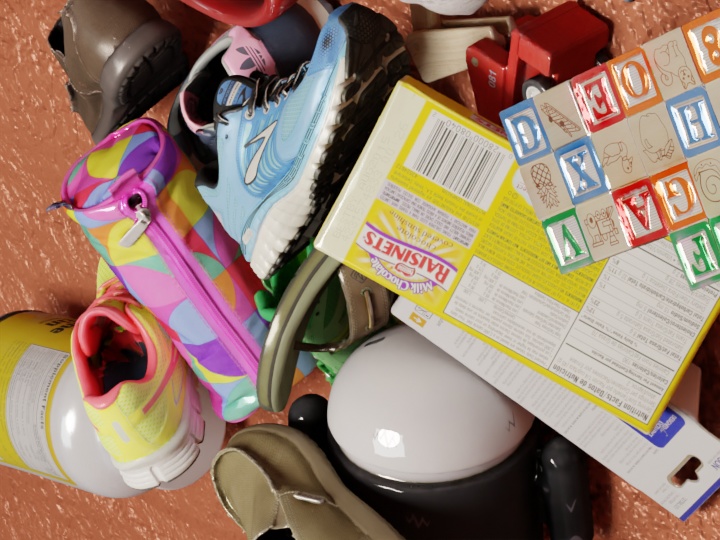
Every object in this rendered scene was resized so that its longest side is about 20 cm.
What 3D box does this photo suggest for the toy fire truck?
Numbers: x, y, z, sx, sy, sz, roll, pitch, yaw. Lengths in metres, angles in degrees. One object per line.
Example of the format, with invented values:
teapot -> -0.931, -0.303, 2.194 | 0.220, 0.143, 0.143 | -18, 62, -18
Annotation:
toy fire truck -> 0.065, -0.114, 1.500 | 0.141, 0.049, 0.200 | 38, 141, 33

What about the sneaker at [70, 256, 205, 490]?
sneaker -> -0.143, 0.037, 1.794 | 0.090, 0.078, 0.200 | 51, -161, -41

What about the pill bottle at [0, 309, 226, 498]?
pill bottle -> -0.181, 0.092, 1.923 | 0.200, 0.112, 0.112 | 10, 121, 50

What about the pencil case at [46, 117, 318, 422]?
pencil case -> -0.103, 0.001, 1.724 | 0.088, 0.088, 0.200 | 11, 145, 50

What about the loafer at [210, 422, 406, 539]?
loafer -> -0.036, 0.146, 1.583 | 0.200, 0.067, 0.076 | 31, 136, 54

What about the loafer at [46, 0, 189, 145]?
loafer -> -0.148, -0.133, 1.715 | 0.071, 0.073, 0.200 | 47, 166, 3

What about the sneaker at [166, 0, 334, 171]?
sneaker -> -0.085, -0.101, 1.681 | 0.070, 0.082, 0.200 | 57, 147, 7

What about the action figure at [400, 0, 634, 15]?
action figure -> 0.056, -0.215, 1.376 | 0.200, 0.105, 0.194 | 29, 115, 22

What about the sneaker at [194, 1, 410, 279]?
sneaker -> -0.044, -0.078, 1.551 | 0.090, 0.078, 0.200 | 41, 138, 8

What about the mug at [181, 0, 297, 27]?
mug -> -0.122, -0.220, 1.595 | 0.200, 0.133, 0.178 | -8, 86, 59

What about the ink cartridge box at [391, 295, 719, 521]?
ink cartridge box -> 0.115, 0.050, 1.524 | 0.200, 0.037, 0.095 | 38, 150, 4

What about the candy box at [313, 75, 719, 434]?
candy box -> 0.086, -0.008, 1.459 | 0.200, 0.026, 0.102 | 30, 110, 4

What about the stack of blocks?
stack of blocks -> 0.162, -0.054, 1.320 | 0.200, 0.059, 0.115 | -22, 88, 54

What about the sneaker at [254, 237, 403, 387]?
sneaker -> -0.022, 0.026, 1.686 | 0.074, 0.084, 0.200 | 0, 114, 53

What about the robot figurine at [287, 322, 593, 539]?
robot figurine -> 0.044, 0.123, 1.634 | 0.125, 0.150, 0.200 | -123, 23, -54

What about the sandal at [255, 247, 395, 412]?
sandal -> 0.000, -0.001, 1.585 | 0.057, 0.080, 0.201 | 33, 105, 1
